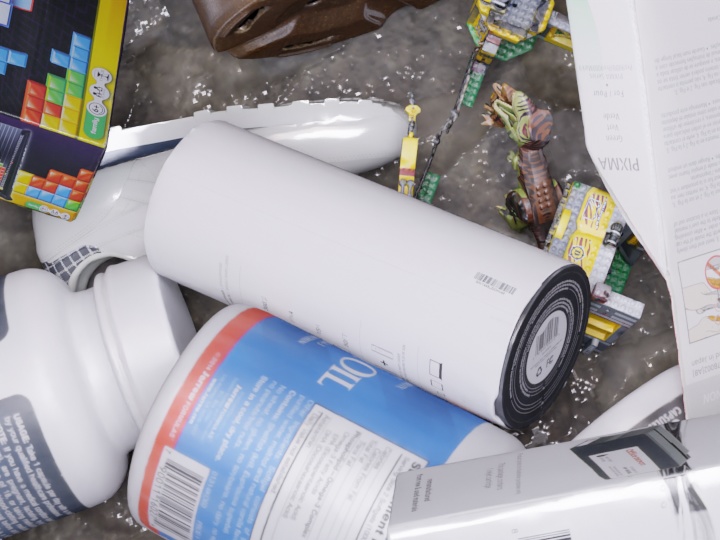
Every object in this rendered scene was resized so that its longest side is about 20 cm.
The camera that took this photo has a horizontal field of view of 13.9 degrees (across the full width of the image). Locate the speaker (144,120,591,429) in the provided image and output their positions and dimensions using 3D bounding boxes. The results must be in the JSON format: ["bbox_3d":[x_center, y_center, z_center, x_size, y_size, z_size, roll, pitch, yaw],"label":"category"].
[{"bbox_3d":[0.000,0.000,1.347,0.199,0.081,0.082,22,80,27],"label":"speaker"}]

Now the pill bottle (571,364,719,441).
[{"bbox_3d":[0.177,0.149,1.344,0.111,0.111,0.200,-37,73,-2],"label":"pill bottle"}]

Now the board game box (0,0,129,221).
[{"bbox_3d":[-0.196,-0.131,1.429,0.164,0.057,0.201,18,41,-14],"label":"board game box"}]

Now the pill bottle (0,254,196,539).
[{"bbox_3d":[-0.175,0.067,1.420,0.199,0.120,0.120,-19,73,4],"label":"pill bottle"}]

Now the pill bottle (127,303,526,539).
[{"bbox_3d":[0.007,0.104,1.299,0.199,0.112,0.113,26,81,14],"label":"pill bottle"}]

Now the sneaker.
[{"bbox_3d":[-0.065,-0.039,1.463,0.199,0.076,0.081,-12,85,11],"label":"sneaker"}]

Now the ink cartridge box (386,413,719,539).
[{"bbox_3d":[0.122,0.141,1.188,0.199,0.084,0.146,-11,102,6],"label":"ink cartridge box"}]

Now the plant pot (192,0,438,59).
[{"bbox_3d":[-0.034,-0.222,1.444,0.199,0.200,0.199,-20,80,4],"label":"plant pot"}]

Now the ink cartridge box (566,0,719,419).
[{"bbox_3d":[0.178,-0.047,1.354,0.050,0.160,0.201,8,109,51],"label":"ink cartridge box"}]

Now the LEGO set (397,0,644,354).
[{"bbox_3d":[0.094,-0.058,1.395,0.153,0.116,0.201,30,77,0],"label":"LEGO set"}]
